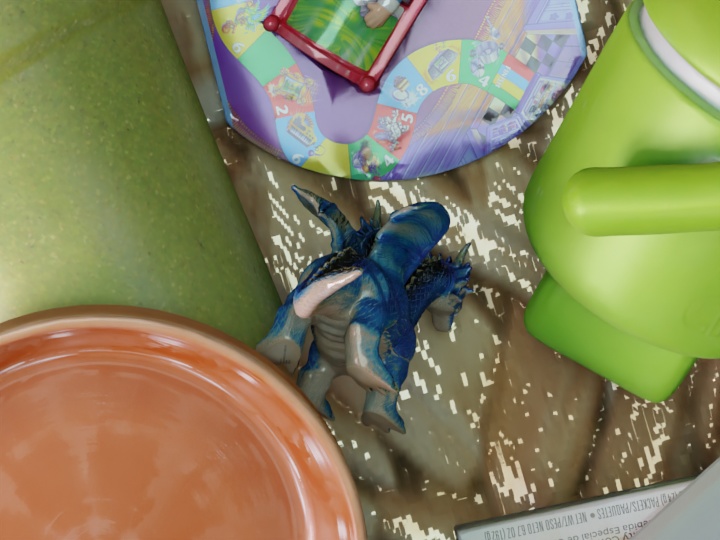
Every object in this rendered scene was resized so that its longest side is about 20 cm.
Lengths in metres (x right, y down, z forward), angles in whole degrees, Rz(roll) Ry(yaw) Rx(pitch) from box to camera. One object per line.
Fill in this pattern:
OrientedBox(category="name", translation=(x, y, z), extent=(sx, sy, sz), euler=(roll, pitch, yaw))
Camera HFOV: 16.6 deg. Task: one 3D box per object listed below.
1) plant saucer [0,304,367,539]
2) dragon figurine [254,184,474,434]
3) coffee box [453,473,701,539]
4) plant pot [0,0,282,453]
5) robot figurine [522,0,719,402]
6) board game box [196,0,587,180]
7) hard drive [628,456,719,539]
OrientedBox(category="plant saucer", translation=(-0.097, 0.108, 0.923), extent=(0.199, 0.032, 0.202), euler=(-1, 106, -5))
OrientedBox(category="dragon figurine", translation=(0.000, 0.000, 0.957), extent=(0.059, 0.200, 0.100), euler=(9, 72, 15))
OrientedBox(category="coffee box", translation=(0.112, 0.190, 0.996), extent=(0.112, 0.080, 0.201), euler=(-12, 85, 1))
OrientedBox(category="plant pot", translation=(-0.128, -0.025, 0.981), extent=(0.200, 0.200, 0.185), euler=(-30, 96, 0))
OrientedBox(category="robot figurine", translation=(0.139, -0.048, 0.973), extent=(0.115, 0.176, 0.201), euler=(30, 121, 4))
OrientedBox(category="board game box", translation=(0.004, -0.135, 1.023), extent=(0.157, 0.039, 0.201), euler=(-13, 97, 6))
OrientedBox(category="hard drive", translation=(0.171, 0.130, 0.958), extent=(0.200, 0.027, 0.132), euler=(-35, 100, -35))
